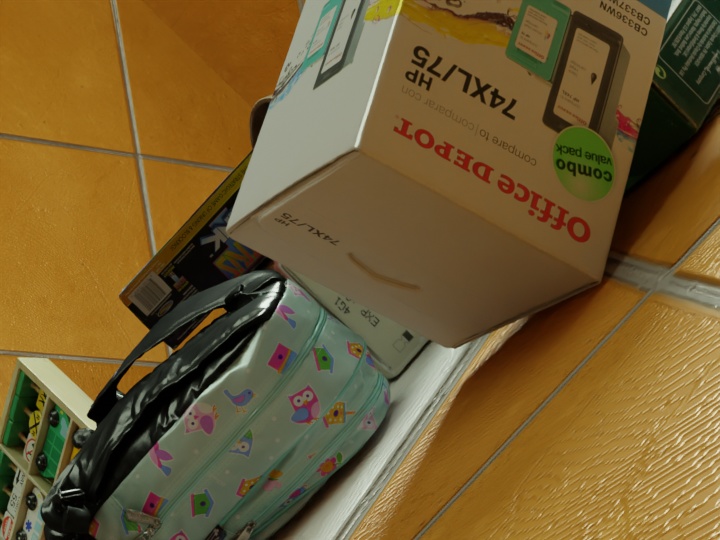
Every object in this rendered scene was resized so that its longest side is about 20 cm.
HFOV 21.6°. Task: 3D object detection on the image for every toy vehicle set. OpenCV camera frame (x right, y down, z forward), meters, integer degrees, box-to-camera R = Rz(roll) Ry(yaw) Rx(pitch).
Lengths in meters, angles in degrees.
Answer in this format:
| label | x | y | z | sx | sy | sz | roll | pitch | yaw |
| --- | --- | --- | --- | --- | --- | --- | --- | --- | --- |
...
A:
| label | x | y | z | sx | sy | sz | roll | pitch | yaw |
| --- | --- | --- | --- | --- | --- | --- | --- | --- | --- |
| toy vehicle set | -0.227 | 0.179 | 1.335 | 0.026 | 0.124 | 0.201 | 2 | -68 | -41 |

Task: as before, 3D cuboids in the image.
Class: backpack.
| label | x | y | z | sx | sy | sz | roll | pitch | yaw |
| --- | --- | --- | --- | --- | --- | --- | --- | --- | --- |
| backpack | -0.081 | 0.096 | 1.108 | 0.200 | 0.127 | 0.167 | -44 | 17 | 13 |

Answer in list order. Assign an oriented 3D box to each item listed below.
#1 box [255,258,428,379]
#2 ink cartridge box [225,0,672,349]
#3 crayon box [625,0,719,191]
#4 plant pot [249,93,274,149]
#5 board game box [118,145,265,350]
| label | x | y | z | sx | sy | sz | roll | pitch | yaw |
| --- | --- | --- | --- | --- | --- | --- | --- | --- | --- |
| box | 0.000 | 0.000 | 1.284 | 0.128 | 0.109 | 0.200 | -48 | 5 | -16 |
| ink cartridge box | 0.049 | -0.090 | 0.966 | 0.146 | 0.146 | 0.201 | -28 | 40 | 57 |
| crayon box | 0.131 | -0.073 | 1.087 | 0.200 | 0.052 | 0.126 | -41 | 7 | 43 |
| plant pot | 0.038 | -0.111 | 1.638 | 0.200 | 0.187 | 0.187 | -32 | -1 | -21 |
| board game box | -0.055 | -0.057 | 1.247 | 0.200 | 0.057 | 0.165 | -44 | 3 | 32 |
